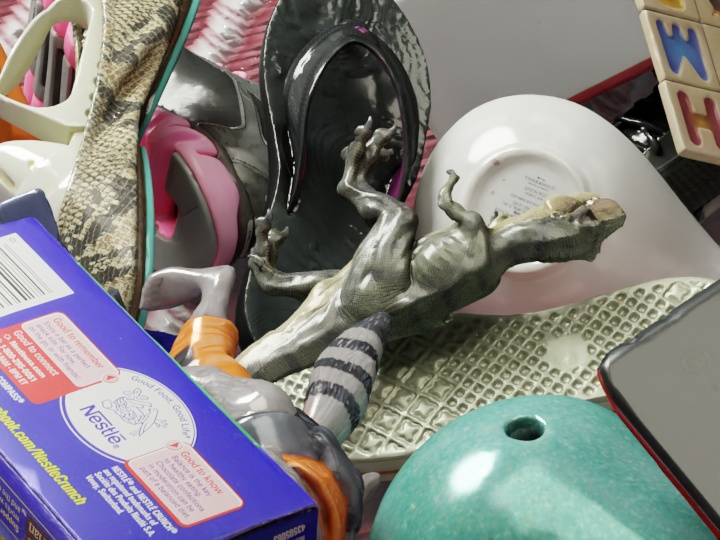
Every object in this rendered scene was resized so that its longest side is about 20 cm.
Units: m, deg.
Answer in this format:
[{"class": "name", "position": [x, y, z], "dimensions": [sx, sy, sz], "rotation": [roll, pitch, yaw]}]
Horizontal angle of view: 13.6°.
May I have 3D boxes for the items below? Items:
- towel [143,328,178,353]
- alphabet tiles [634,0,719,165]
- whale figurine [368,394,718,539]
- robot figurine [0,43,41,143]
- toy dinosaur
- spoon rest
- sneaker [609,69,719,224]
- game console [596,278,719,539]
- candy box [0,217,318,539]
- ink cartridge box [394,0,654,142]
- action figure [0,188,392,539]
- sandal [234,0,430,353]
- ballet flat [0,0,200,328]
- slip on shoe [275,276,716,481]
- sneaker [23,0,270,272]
[{"class": "towel", "position": [-0.166, 0.055, 1.147], "dimensions": [0.199, 0.050, 0.148], "rotation": [7, 36, 7]}, {"class": "alphabet tiles", "position": [0.176, -0.094, 1.260], "dimensions": [0.166, 0.006, 0.201], "rotation": [10, 56, -39]}, {"class": "whale figurine", "position": [0.094, 0.103, 1.025], "dimensions": [0.199, 0.104, 0.159], "rotation": [9, 33, 34]}, {"class": "robot figurine", "position": [-0.221, -0.059, 1.220], "dimensions": [0.143, 0.117, 0.199], "rotation": [12, 12, 39]}, {"class": "toy dinosaur", "position": [0.000, 0.000, 1.153], "dimensions": [0.199, 0.048, 0.088], "rotation": [-30, 57, -2]}, {"class": "spoon rest", "position": [0.113, -0.001, 1.229], "dimensions": [0.199, 0.100, 0.061], "rotation": [27, 2, 18]}, {"class": "sneaker", "position": [0.142, -0.063, 1.301], "dimensions": [0.199, 0.091, 0.066], "rotation": [-17, 38, -26]}, {"class": "game console", "position": [0.204, 0.045, 0.987], "dimensions": [0.199, 0.031, 0.177], "rotation": [-31, 69, -16]}, {"class": "candy box", "position": [-0.089, 0.115, 0.931], "dimensions": [0.077, 0.201, 0.169], "rotation": [-18, 41, -29]}, {"class": "ink cartridge box", "position": [0.122, -0.144, 1.364], "dimensions": [0.146, 0.083, 0.200], "rotation": [-25, 9, 46]}, {"class": "action figure", "position": [-0.042, 0.046, 1.024], "dimensions": [0.104, 0.201, 0.194], "rotation": [-21, 15, 5]}, {"class": "sandal", "position": [-0.005, -0.046, 1.236], "dimensions": [0.075, 0.048, 0.202], "rotation": [15, 59, -16]}, {"class": "ballet flat", "position": [-0.112, -0.051, 1.195], "dimensions": [0.075, 0.068, 0.201], "rotation": [17, 47, -12]}, {"class": "slip on shoe", "position": [0.056, 0.051, 1.164], "dimensions": [0.199, 0.061, 0.074], "rotation": [-10, 54, 5]}, {"class": "sneaker", "position": [-0.079, -0.067, 1.318], "dimensions": [0.095, 0.079, 0.200], "rotation": [-12, 44, -30]}]
